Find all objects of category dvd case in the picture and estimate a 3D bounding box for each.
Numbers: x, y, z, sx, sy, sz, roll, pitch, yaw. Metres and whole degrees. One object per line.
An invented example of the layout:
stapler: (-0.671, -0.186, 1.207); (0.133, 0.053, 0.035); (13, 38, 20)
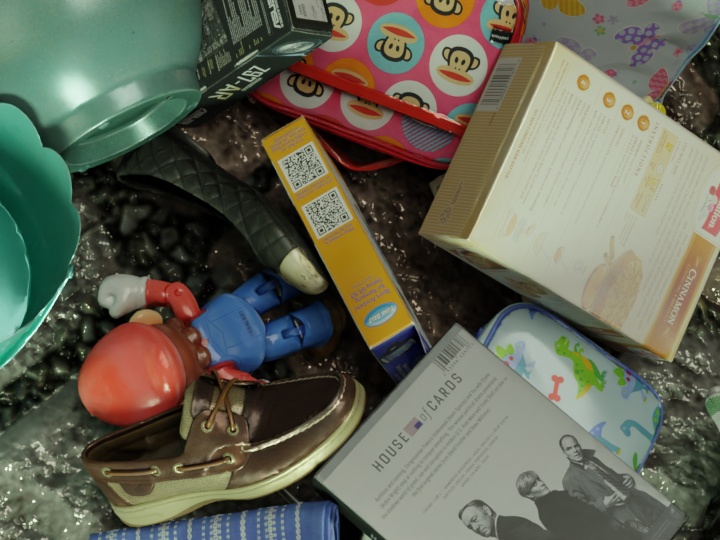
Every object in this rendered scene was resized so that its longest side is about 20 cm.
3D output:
dvd case: (0.090, 0.148, 1.218); (0.200, 0.025, 0.150); (39, 66, 13)

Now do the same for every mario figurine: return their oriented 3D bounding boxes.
mario figurine: (-0.115, 0.056, 1.342); (0.199, 0.107, 0.123); (-22, 43, -34)

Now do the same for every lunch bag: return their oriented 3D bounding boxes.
lunch bag: (0.013, -0.161, 1.408); (0.198, 0.082, 0.178); (20, 106, 5)
lunch bag: (0.179, -0.223, 1.463); (0.199, 0.170, 0.128); (31, 38, -3)
lunch bag: (0.115, 0.135, 1.371); (0.160, 0.082, 0.201); (33, 66, -5)

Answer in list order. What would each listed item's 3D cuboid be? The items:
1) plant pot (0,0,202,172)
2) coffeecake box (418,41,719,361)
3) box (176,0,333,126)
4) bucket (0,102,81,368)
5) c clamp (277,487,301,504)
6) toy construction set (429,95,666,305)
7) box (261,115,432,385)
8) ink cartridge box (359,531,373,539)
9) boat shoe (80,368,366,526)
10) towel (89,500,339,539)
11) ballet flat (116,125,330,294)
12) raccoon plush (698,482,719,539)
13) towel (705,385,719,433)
plant pot: (-0.190, -0.152, 1.310); (0.199, 0.200, 0.135); (-24, 83, -24)
coffeecake box: (0.164, -0.048, 1.360); (0.199, 0.073, 0.155); (29, 81, -27)
box: (-0.108, -0.229, 1.383); (0.043, 0.160, 0.202); (1, 68, -45)
bucket: (-0.295, -0.016, 1.259); (0.205, 0.135, 0.210); (6, 69, -15)
c clamp: (-0.061, 0.251, 1.230); (0.170, 0.027, 0.201); (33, 93, 33)
toy construction set: (0.154, -0.044, 1.442); (0.198, 0.092, 0.133); (-17, 102, -15)
box: (0.000, 0.000, 1.339); (0.041, 0.119, 0.201); (-27, 67, 3)
ink cartridge box: (0.083, 0.245, 1.266); (0.198, 0.083, 0.148); (18, 102, 1)
boat shoe: (-0.093, 0.104, 1.237); (0.072, 0.198, 0.073); (54, 28, -33)
towel: (-0.096, 0.230, 1.223); (0.024, 0.198, 0.147); (24, 59, -57)
ballet flat: (-0.095, -0.037, 1.350); (0.200, 0.067, 0.057); (38, 84, 31)
raccoon plush: (0.310, 0.244, 1.397); (0.134, 0.097, 0.201); (39, 64, -11)
towel: (0.314, 0.189, 1.385); (0.149, 0.031, 0.202); (17, 53, -50)
